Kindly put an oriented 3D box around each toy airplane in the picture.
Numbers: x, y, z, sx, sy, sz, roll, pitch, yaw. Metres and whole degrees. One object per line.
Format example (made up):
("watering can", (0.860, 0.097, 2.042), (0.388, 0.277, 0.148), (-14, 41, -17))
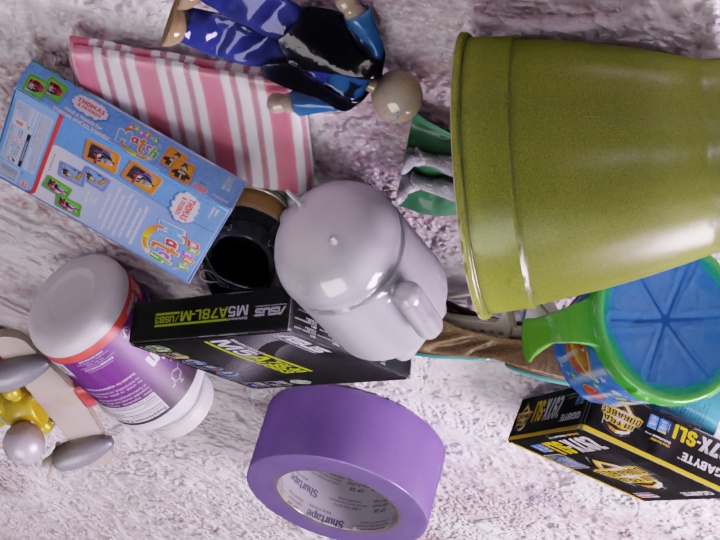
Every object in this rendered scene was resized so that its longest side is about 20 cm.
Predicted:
("toy airplane", (-0.325, 0.142, 1.816), (0.199, 0.142, 0.199), (28, 147, -17))

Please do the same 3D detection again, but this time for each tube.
("tube", (0.231, 0.094, 1.555), (0.198, 0.051, 0.078), (20, 135, 4))

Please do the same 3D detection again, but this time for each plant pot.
("plant pot", (0.172, -0.072, 1.201), (0.190, 0.202, 0.201), (-4, 145, 11))

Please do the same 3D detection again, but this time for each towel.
("towel", (-0.134, -0.128, 1.407), (0.197, 0.030, 0.147), (10, 148, 8))

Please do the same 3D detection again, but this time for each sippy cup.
("sippy cup", (0.226, 0.053, 1.419), (0.177, 0.140, 0.130), (34, 158, -7))

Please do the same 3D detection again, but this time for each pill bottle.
("pill bottle", (-0.229, 0.081, 1.699), (0.111, 0.113, 0.200), (-5, 143, 33))

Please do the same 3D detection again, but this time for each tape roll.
("tape roll", (-0.015, 0.207, 1.819), (0.197, 0.086, 0.201), (12, 149, 7))

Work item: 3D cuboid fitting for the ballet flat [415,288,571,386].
("ballet flat", (0.130, 0.051, 1.516), (0.198, 0.068, 0.073), (11, 107, 26))

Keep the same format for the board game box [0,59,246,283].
("board game box", (-0.206, -0.078, 1.444), (0.199, 0.037, 0.151), (30, 149, -6))

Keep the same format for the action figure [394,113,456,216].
("action figure", (0.128, -0.058, 1.360), (0.197, 0.055, 0.119), (12, 148, 3))

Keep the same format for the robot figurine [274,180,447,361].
("robot figurine", (0.000, 0.000, 1.441), (0.169, 0.113, 0.200), (30, 169, 37))

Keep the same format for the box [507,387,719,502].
("box", (0.242, 0.163, 1.599), (0.158, 0.050, 0.200), (26, 166, -10))

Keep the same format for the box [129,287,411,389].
("box", (-0.082, 0.067, 1.613), (0.191, 0.048, 0.199), (-3, 163, 34))

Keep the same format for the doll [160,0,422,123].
("doll", (-0.045, -0.161, 1.284), (0.198, 0.049, 0.137), (20, 139, -13))

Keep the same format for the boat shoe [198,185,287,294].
("boat shoe", (-0.108, -0.009, 1.545), (0.074, 0.063, 0.200), (18, 150, -4))
